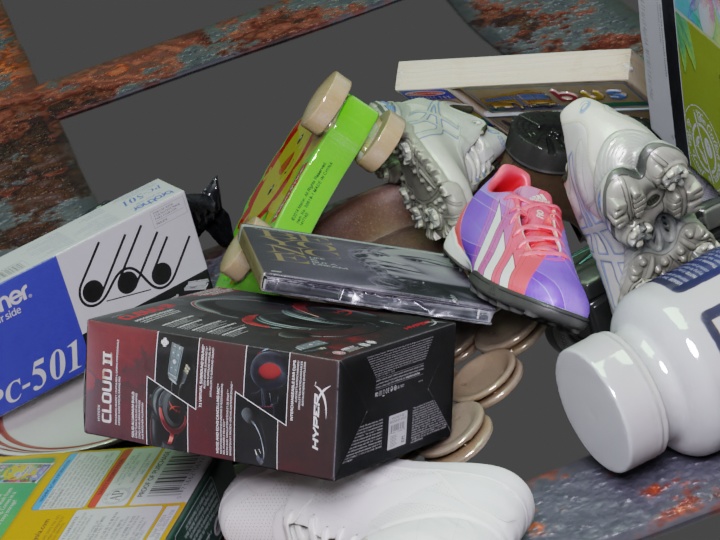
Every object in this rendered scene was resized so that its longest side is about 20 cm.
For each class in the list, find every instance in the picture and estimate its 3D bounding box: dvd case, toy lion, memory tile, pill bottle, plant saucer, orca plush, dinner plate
[{"bbox_3d":[0.000,0.000,1.677,0.148,0.016,0.200,8,8,-8],"label":"dvd case"},{"bbox_3d":[-0.051,-0.052,1.885,0.201,0.068,0.192,-62,12,-20],"label":"toy lion"},{"bbox_3d":[0.052,0.065,1.681,0.153,0.017,0.200,-15,30,40],"label":"memory tile"},{"bbox_3d":[0.223,0.045,1.575,0.199,0.112,0.111,-25,27,-19],"label":"pill bottle"},{"bbox_3d":[0.047,-0.015,1.889,0.199,0.037,0.201,-13,26,6],"label":"plant saucer"},{"bbox_3d":[-0.161,0.001,1.944,0.071,0.106,0.199,40,34,27],"label":"orca plush"},{"bbox_3d":[-0.187,0.085,1.837,0.199,0.024,0.200,-14,26,7],"label":"dinner plate"}]

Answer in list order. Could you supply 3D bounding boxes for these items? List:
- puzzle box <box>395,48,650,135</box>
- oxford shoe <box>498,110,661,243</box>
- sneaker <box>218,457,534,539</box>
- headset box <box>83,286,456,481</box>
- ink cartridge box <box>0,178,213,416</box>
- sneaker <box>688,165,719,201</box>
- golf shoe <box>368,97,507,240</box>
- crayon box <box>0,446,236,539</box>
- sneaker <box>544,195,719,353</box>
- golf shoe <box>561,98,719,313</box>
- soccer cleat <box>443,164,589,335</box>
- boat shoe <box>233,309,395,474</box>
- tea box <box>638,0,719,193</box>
[{"bbox_3d":[0.143,-0.132,1.983,0.199,0.133,0.026,0,73,31],"label":"puzzle box"},{"bbox_3d":[0.183,-0.062,1.844,0.199,0.085,0.073,4,31,-24],"label":"oxford shoe"},{"bbox_3d":[-0.007,0.162,1.518,0.199,0.074,0.116,-4,25,22],"label":"sneaker"},{"bbox_3d":[-0.063,0.064,1.565,0.199,0.076,0.148,8,11,30],"label":"headset box"},{"bbox_3d":[-0.205,0.021,1.843,0.199,0.095,0.044,-28,28,-24],"label":"ink cartridge box"},{"bbox_3d":[0.314,-0.065,1.786,0.199,0.076,0.115,-20,23,-16],"label":"sneaker"},{"bbox_3d":[0.067,-0.087,1.901,0.097,0.079,0.200,-13,26,-8],"label":"golf shoe"},{"bbox_3d":[-0.188,0.167,1.638,0.199,0.052,0.126,-4,28,21],"label":"crayon box"},{"bbox_3d":[0.202,-0.011,1.745,0.199,0.076,0.079,-21,23,-12],"label":"sneaker"},{"bbox_3d":[0.172,-0.034,1.633,0.078,0.201,0.097,-31,54,-12],"label":"golf shoe"},{"bbox_3d":[0.104,-0.015,1.630,0.068,0.074,0.200,23,8,-16],"label":"soccer cleat"},{"bbox_3d":[-0.048,0.079,1.684,0.200,0.061,0.072,-22,27,24],"label":"boat shoe"},{"bbox_3d":[0.278,-0.160,1.686,0.133,0.201,0.197,-18,30,-13],"label":"tea box"}]
